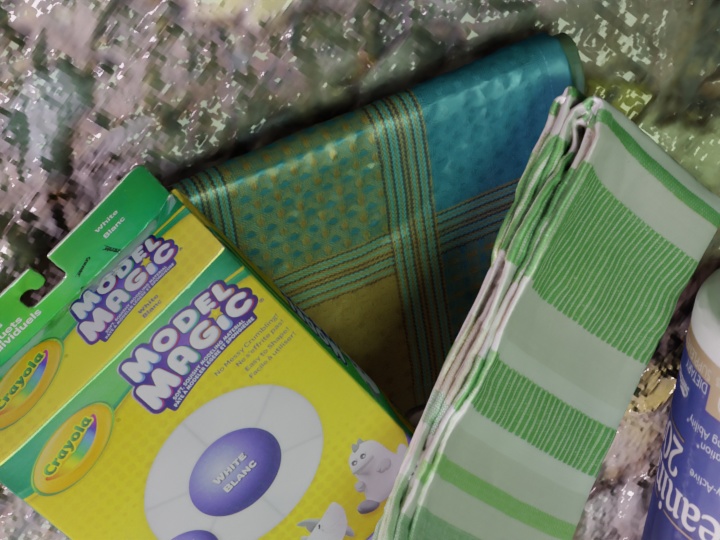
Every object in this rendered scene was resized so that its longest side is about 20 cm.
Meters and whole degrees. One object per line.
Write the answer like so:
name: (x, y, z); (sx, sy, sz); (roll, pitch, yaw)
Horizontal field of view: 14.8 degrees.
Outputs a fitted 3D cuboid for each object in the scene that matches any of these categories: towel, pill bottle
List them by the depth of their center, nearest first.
towel: (0.000, 0.000, 1.054); (0.200, 0.022, 0.147); (-22, 130, -20)
towel: (0.076, 0.042, 1.078); (0.153, 0.023, 0.200); (30, 82, -59)
pill bottle: (0.179, 0.103, 1.183); (0.111, 0.111, 0.200); (-10, 124, -29)

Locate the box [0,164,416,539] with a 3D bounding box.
box: (-0.061, 0.057, 1.007); (0.117, 0.048, 0.200); (-44, 132, -1)
